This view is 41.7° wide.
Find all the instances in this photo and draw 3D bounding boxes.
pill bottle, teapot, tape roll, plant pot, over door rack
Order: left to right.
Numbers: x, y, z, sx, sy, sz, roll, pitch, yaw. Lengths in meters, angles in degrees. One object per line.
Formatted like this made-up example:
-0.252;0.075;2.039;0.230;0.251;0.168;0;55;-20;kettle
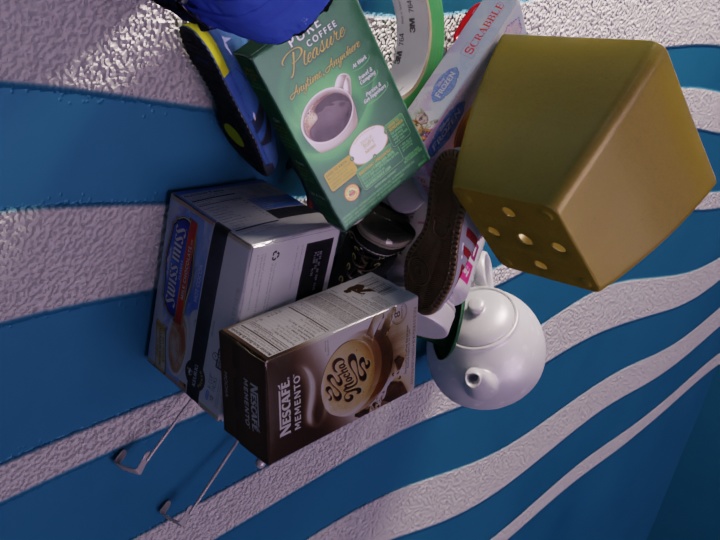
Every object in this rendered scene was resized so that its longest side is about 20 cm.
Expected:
-0.173;0.202;1.118;0.200;0.066;0.149;-45;143;-21;over door rack
0.014;-0.251;0.982;0.199;0.048;0.205;-13;106;-50;tape roll
0.098;-0.024;1.212;0.113;0.111;0.203;47;58;-55;pill bottle
0.182;0.093;1.404;0.196;0.199;0.148;-35;134;-17;teapot
0.210;-0.098;0.961;0.178;0.198;0.200;-55;131;-16;plant pot

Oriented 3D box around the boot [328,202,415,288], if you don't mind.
0.001;0.001;1.130;0.156;0.072;0.204;-63;-178;12;boot

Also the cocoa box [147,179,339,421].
-0.125;0.026;0.988;0.132;0.130;0.203;-15;127;-48;cocoa box

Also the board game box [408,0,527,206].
0.127;-0.177;1.076;0.202;0.041;0.200;-56;154;-8;board game box

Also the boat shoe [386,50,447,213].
0.069;-0.172;1.159;0.070;0.069;0.204;-93;-169;-84;boat shoe

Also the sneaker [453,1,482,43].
0.131;-0.231;1.161;0.115;0.077;0.204;-23;121;-64;sneaker

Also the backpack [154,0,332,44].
-0.107;-0.272;0.727;0.164;0.199;0.167;-60;146;3;backpack

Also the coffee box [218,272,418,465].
-0.038;0.092;0.940;0.198;0.079;0.115;-21;123;-38;coffee box

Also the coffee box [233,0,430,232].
-0.022;-0.153;0.897;0.123;0.044;0.202;-40;124;-14;coffee box

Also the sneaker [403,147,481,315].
0.116;-0.048;1.068;0.112;0.071;0.203;-21;134;-47;sneaker

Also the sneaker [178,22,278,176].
-0.106;-0.178;0.919;0.078;0.065;0.202;-44;143;-20;sneaker

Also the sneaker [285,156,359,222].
-0.046;-0.148;1.026;0.074;0.083;0.205;-10;98;-50;sneaker

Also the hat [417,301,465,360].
0.044;0.036;1.305;0.167;0.172;0.203;107;-12;-49;hat
